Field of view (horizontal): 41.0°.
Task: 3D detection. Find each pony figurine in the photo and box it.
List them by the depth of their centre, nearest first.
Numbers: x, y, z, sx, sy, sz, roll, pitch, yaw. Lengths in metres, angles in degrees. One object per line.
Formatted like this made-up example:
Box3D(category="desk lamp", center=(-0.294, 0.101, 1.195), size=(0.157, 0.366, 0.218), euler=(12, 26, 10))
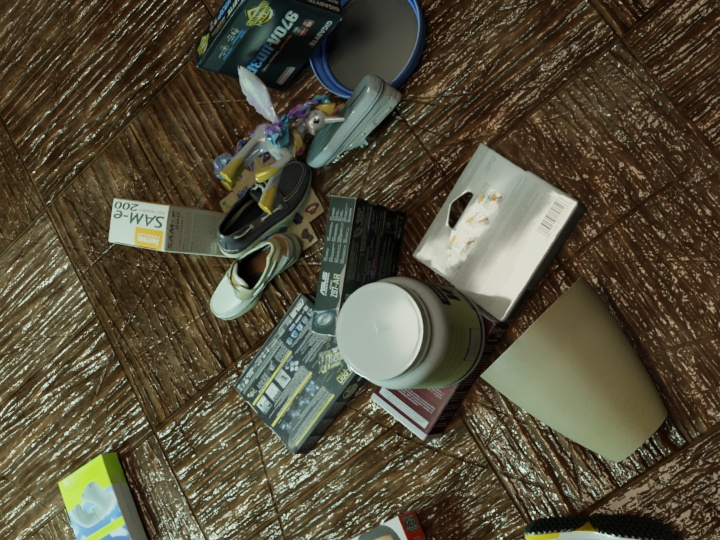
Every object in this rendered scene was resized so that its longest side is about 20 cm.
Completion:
Box3D(category="pony figurine", center=(-0.136, -0.205, 1.485), size=(0.193, 0.167, 0.200), euler=(30, 76, 38))

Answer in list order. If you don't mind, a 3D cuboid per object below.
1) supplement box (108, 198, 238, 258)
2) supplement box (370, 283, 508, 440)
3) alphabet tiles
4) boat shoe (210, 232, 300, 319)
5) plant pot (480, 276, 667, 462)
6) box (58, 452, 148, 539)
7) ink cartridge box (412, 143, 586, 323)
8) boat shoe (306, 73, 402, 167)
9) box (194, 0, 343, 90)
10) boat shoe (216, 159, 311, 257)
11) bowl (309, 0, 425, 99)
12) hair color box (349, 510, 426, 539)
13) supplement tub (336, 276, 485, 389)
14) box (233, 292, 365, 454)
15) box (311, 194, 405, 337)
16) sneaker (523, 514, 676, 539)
Box3D(category="supplement box", center=(-0.287, -0.067, 1.554), size=(0.126, 0.200, 0.074), euler=(9, 92, 32))
Box3D(category="supplement box", center=(0.114, 0.133, 1.397), size=(0.109, 0.061, 0.200), euler=(36, 103, 26))
Box3D(category="alphabet tiles", center=(-0.149, -0.106, 1.598), size=(0.166, 0.006, 0.200), euler=(-36, 69, 21))
Box3D(category="boat shoe", center=(-0.186, 0.009, 1.566), size=(0.200, 0.068, 0.075), euler=(-45, 71, 25))
Box3D(category="plant pot", center=(0.290, 0.144, 1.247), size=(0.200, 0.187, 0.187), euler=(47, 107, 10))
Box3D(category="box", center=(-0.446, 0.436, 1.683), size=(0.122, 0.048, 0.200), euler=(-34, 69, 22))
Box3D(category="ink cartridge box", center=(0.195, -0.054, 1.382), size=(0.173, 0.044, 0.200), euler=(37, 103, 27))
Box3D(category="boat shoe", center=(-0.010, -0.217, 1.494), size=(0.200, 0.067, 0.074), euler=(-42, 34, 44))
Box3D(category="box", center=(-0.146, -0.370, 1.496), size=(0.200, 0.159, 0.046), euler=(-39, 51, 46))
Box3D(category="boat shoe", center=(-0.152, -0.107, 1.526), size=(0.073, 0.063, 0.200), euler=(37, 75, 21))
Box3D(category="bowl", center=(0.011, -0.365, 1.518), size=(0.200, 0.039, 0.201), euler=(-3, 83, 28))
Box3D(category="hair color box", center=(0.068, 0.463, 1.389), size=(0.101, 0.061, 0.201), euler=(-33, 70, 23))
Box3D(category="supplement tub", center=(0.068, 0.084, 1.279), size=(0.145, 0.200, 0.146), euler=(-3, 83, 27))
Box3D(category="box", center=(-0.088, 0.161, 1.513), size=(0.161, 0.049, 0.200), euler=(43, 105, 27))
Box3D(category="box", center=(0.000, 0.000, 1.417), size=(0.043, 0.160, 0.201), euler=(8, 90, 29))
Box3D(category="sneaker", center=(0.316, 0.375, 1.265), size=(0.199, 0.070, 0.090), euler=(-6, 97, 29))
